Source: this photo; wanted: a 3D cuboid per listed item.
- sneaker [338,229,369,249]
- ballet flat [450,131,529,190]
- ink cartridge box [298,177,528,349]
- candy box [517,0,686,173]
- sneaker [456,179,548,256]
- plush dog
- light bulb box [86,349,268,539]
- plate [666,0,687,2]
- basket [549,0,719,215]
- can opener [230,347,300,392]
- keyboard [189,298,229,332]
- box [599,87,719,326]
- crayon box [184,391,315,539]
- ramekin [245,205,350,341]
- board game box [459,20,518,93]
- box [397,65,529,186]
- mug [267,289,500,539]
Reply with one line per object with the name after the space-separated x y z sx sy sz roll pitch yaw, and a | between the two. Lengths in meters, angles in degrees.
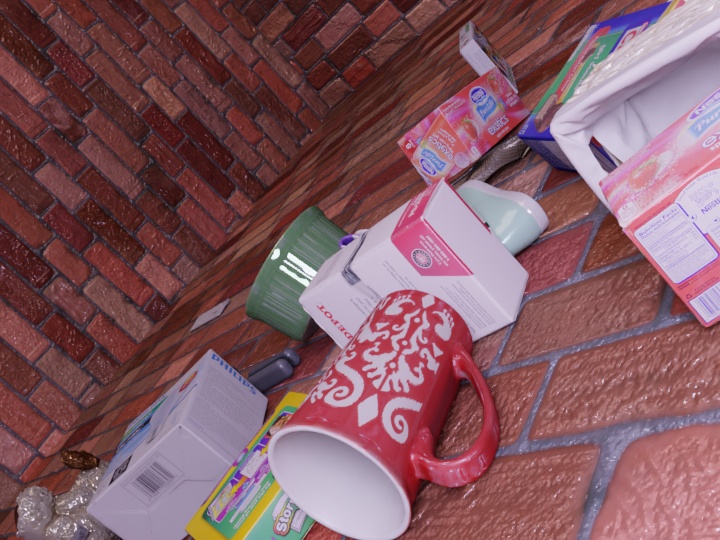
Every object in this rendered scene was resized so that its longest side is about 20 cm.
0.000 -0.001 1.113 0.200 0.114 0.073 -30 22 50 | sneaker
0.179 -0.136 1.131 0.199 0.047 0.067 -37 -3 13 | ballet flat
0.054 0.020 0.845 0.199 0.145 0.085 -33 17 40 | ink cartridge box
0.281 -0.197 0.883 0.170 0.077 0.200 -56 15 3 | candy box
0.126 -0.043 0.941 0.118 0.074 0.200 -41 16 -9 | sneaker
-0.416 0.373 1.225 0.158 0.202 0.173 -8 35 8 | plush dog
-0.246 0.252 1.100 0.198 0.125 0.200 -42 16 15 | light bulb box
0.446 -0.333 0.919 0.199 0.032 0.201 -36 18 33 | plate
0.287 -0.146 0.673 0.199 0.136 0.124 -28 18 49 | basket
-0.175 0.170 1.253 0.199 0.067 0.053 -27 21 39 | can opener
-0.405 0.121 2.108 0.199 0.011 0.057 -27 24 52 | keyboard
0.277 -0.073 0.533 0.200 0.103 0.095 -41 15 21 | box
-0.090 0.230 0.857 0.201 0.058 0.172 -52 17 -20 | crayon box
-0.082 0.011 1.219 0.201 0.097 0.200 -57 -7 -11 | ramekin
0.236 -0.392 1.470 0.035 0.126 0.201 -39 17 23 | board game box
0.160 -0.219 1.206 0.102 0.095 0.200 -33 6 47 | box
0.040 0.128 0.713 0.201 0.176 0.135 -54 -20 -45 | mug
